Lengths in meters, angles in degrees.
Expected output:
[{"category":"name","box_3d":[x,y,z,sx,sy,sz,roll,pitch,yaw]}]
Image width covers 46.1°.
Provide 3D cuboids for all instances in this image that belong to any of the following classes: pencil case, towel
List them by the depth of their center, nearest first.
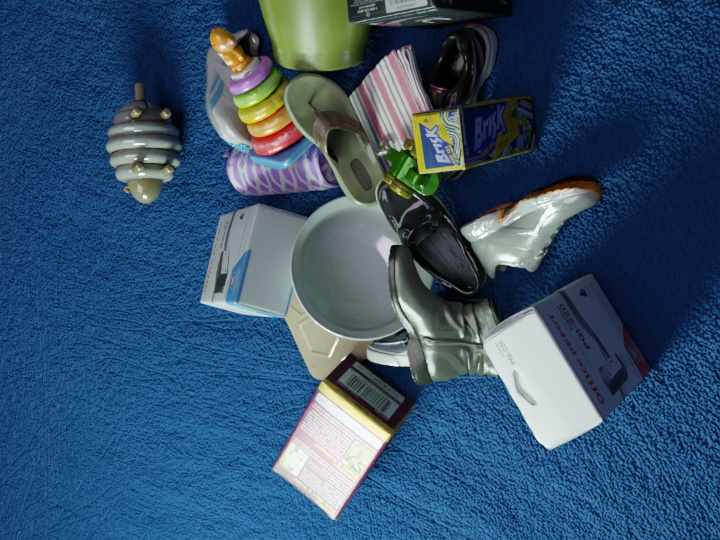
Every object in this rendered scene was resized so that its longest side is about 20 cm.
[{"category":"towel","box_3d":[0.048,-0.195,1.125,0.148,0.030,0.200,67,157,1]},{"category":"pencil case","box_3d":[-0.109,-0.159,1.269,0.198,0.086,0.084,2,139,36]}]

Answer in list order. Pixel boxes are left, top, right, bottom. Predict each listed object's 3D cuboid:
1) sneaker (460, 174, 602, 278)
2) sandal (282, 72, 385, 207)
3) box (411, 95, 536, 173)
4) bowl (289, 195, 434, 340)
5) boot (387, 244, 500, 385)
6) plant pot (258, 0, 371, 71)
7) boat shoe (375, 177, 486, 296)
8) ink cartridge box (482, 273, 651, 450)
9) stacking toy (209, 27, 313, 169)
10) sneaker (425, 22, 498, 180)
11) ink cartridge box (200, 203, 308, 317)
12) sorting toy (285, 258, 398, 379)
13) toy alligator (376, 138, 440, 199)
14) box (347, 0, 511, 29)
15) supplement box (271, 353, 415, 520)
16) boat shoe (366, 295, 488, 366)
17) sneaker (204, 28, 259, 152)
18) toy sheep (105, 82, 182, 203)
[{"category":"sneaker","box_3d":[0.223,-0.051,1.061,0.199,0.075,0.093,-23,95,45]},{"category":"sandal","box_3d":[-0.025,-0.175,1.120,0.079,0.057,0.202,-36,101,-1]},{"category":"box","box_3d":[0.139,-0.164,1.005,0.064,0.199,0.071,-1,102,35]},{"category":"bowl","box_3d":[0.000,0.000,1.192,0.198,0.090,0.204,1,82,-5]},{"category":"boot","box_3d":[0.115,0.050,1.095,0.129,0.068,0.202,-12,104,19]},{"category":"plant pot","box_3d":[-0.057,-0.374,1.120,0.199,0.200,0.195,18,123,31]},{"category":"boat shoe","box_3d":[0.092,-0.042,1.115,0.074,0.066,0.200,-35,98,16]},{"category":"ink cartridge box","box_3d":[0.245,0.100,0.992,0.085,0.199,0.147,-37,79,36]},{"category":"stacking toy","box_3d":[-0.139,-0.247,1.150,0.116,0.110,0.201,18,150,53]},{"category":"sneaker","box_3d":[0.110,-0.216,1.086,0.080,0.086,0.202,19,112,32]},{"category":"ink cartridge box","box_3d":[-0.162,-0.012,1.257,0.200,0.083,0.147,-3,73,66]},{"category":"sorting toy","box_3d":[-0.046,0.051,1.301,0.184,0.036,0.202,-30,87,37]},{"category":"toy alligator","box_3d":[0.063,-0.127,1.053,0.054,0.200,0.060,28,102,-17]},{"category":"box","box_3d":[0.083,-0.349,1.002,0.121,0.199,0.108,2,103,35]},{"category":"supplement box","box_3d":[-0.027,0.251,1.277,0.130,0.103,0.201,36,120,9]},{"category":"boat shoe","box_3d":[0.098,0.082,1.182,0.198,0.074,0.094,-2,96,26]},{"category":"sneaker","box_3d":[-0.181,-0.271,1.261,0.080,0.076,0.202,-25,63,30]},{"category":"toy sheep","box_3d":[-0.358,-0.212,1.406,0.137,0.137,0.203,-2,85,36]}]
